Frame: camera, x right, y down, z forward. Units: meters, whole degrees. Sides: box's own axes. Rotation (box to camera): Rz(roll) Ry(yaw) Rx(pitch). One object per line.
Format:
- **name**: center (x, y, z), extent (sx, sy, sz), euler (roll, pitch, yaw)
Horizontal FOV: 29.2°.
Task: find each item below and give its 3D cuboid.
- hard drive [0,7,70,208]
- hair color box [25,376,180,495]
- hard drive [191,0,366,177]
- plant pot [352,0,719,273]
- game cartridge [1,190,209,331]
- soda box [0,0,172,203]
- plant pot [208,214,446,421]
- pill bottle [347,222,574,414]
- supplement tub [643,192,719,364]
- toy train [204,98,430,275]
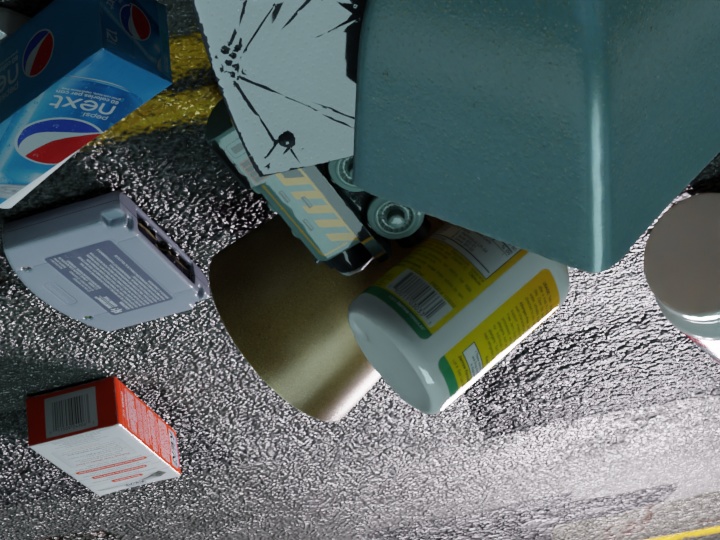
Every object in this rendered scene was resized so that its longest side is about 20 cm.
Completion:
- **hard drive**: center (-0.269, -0.116, 1.044), extent (0.131, 0.027, 0.199), euler (17, 143, -42)
- **hair color box**: center (-0.295, 0.195, 1.604), extent (0.109, 0.065, 0.200), euler (-14, 152, 7)
- **hard drive**: center (-0.038, -0.165, 0.932), extent (0.133, 0.043, 0.202), euler (-12, 128, 6)
- **plant pot**: center (0.116, -0.155, 0.860), extent (0.194, 0.196, 0.202), euler (22, 135, 31)
- **game cartridge**: center (-0.236, -0.004, 1.265), extent (0.132, 0.041, 0.200), euler (-18, 152, 10)
- **soda box**: center (-0.220, -0.119, 0.949), extent (0.199, 0.069, 0.064), euler (-29, 147, 32)
- **plant pot**: center (0.000, 0.000, 1.216), extent (0.199, 0.188, 0.186), euler (-38, 144, 20)
- **pill bottle**: center (0.096, 0.012, 1.107), extent (0.199, 0.113, 0.113), euler (-40, 159, -16)
- **supplement tub**: center (0.375, 0.015, 1.381), extent (0.139, 0.142, 0.199), euler (-22, 151, 25)
- **toy train**: center (-0.030, -0.081, 1.076), extent (0.113, 0.086, 0.200), euler (-28, 123, 20)
